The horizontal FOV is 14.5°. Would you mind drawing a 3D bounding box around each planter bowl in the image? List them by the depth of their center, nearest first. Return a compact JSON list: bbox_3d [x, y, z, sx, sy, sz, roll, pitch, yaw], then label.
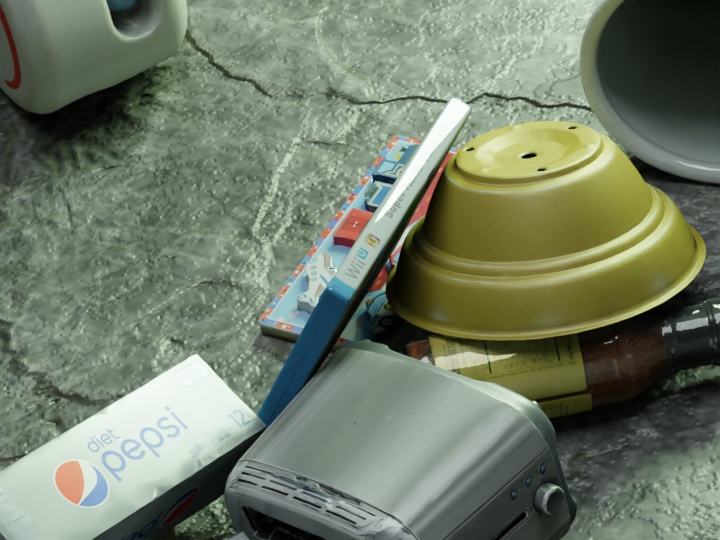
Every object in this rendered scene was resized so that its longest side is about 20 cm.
[{"bbox_3d":[0.107,-0.037,1.729,0.199,0.084,0.201,-9,24,4],"label":"planter bowl"}]

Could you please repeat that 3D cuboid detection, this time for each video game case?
[{"bbox_3d":[0.000,0.000,1.700,0.018,0.143,0.200,31,44,2],"label":"video game case"}]

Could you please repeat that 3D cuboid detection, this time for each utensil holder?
[{"bbox_3d":[0.249,-0.182,1.870,0.169,0.171,0.200,5,40,18],"label":"utensil holder"}]

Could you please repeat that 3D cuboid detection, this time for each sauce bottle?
[{"bbox_3d":[0.127,0.055,1.700,0.198,0.066,0.066,-9,40,-2],"label":"sauce bottle"}]

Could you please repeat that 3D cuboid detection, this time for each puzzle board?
[{"bbox_3d":[0.044,-0.014,1.833,0.150,0.017,0.200,13,46,26],"label":"puzzle board"}]

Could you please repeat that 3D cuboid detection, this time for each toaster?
[{"bbox_3d":[0.014,0.124,1.603,0.199,0.114,0.129,19,50,39],"label":"toaster"}]

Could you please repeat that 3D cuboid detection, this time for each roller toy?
[{"bbox_3d":[-0.208,-0.214,1.996,0.139,0.200,0.183,-26,72,-17],"label":"roller toy"}]

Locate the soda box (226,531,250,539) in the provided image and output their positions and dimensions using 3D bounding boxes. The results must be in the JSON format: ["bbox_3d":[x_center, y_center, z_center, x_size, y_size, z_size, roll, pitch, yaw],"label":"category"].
[{"bbox_3d":[-0.129,0.226,1.556,0.199,0.064,0.068,-26,43,-17],"label":"soda box"}]

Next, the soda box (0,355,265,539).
[{"bbox_3d":[-0.147,0.126,1.604,0.063,0.068,0.200,44,43,13],"label":"soda box"}]
